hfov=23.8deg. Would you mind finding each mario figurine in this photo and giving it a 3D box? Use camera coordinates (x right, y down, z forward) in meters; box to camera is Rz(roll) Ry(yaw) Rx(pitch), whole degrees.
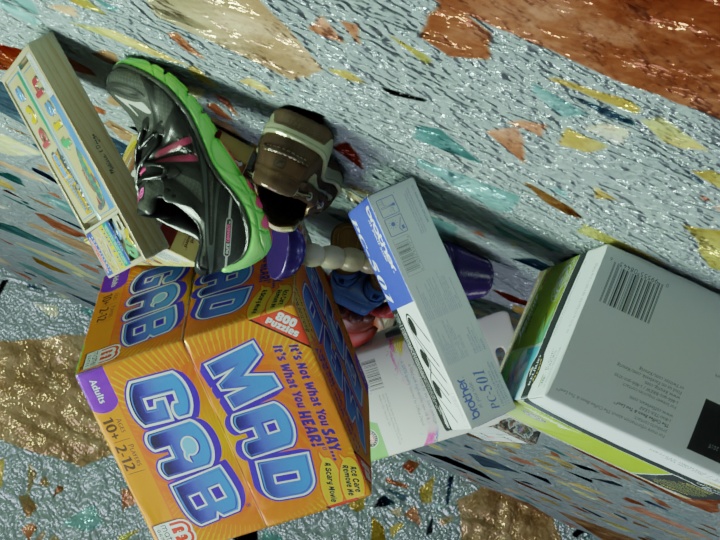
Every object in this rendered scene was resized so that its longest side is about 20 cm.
[{"bbox_3d":[0.000,0.000,1.682,0.124,0.106,0.200,58,163,10],"label":"mario figurine"}]

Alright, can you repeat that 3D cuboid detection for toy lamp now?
[{"bbox_3d":[0.020,-0.005,1.472,0.200,0.058,0.058,9,176,-22],"label":"toy lamp"}]

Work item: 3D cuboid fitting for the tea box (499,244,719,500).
[{"bbox_3d":[0.231,0.087,1.369,0.200,0.134,0.197,25,169,-7],"label":"tea box"}]

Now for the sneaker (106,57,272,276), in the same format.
[{"bbox_3d":[-0.147,-0.082,1.327,0.200,0.084,0.077,56,169,18],"label":"sneaker"}]

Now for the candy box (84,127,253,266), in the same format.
[{"bbox_3d":[-0.175,-0.066,1.534,0.055,0.116,0.200,29,169,-24],"label":"candy box"}]

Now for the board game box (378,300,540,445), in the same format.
[{"bbox_3d":[0.099,0.108,1.886,0.200,0.097,0.159,26,170,-13],"label":"board game box"}]

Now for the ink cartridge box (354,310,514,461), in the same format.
[{"bbox_3d":[0.071,0.110,1.744,0.200,0.117,0.067,-17,-168,9],"label":"ink cartridge box"}]

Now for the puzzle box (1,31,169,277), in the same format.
[{"bbox_3d":[-0.234,-0.093,1.434,0.200,0.025,0.133,62,159,-4],"label":"puzzle box"}]

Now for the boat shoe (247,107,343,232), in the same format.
[{"bbox_3d":[-0.061,-0.069,1.379,0.075,0.075,0.202,22,170,8],"label":"boat shoe"}]

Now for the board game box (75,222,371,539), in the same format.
[{"bbox_3d":[-0.116,0.100,1.550,0.200,0.200,0.200,-92,-17,-65],"label":"board game box"}]

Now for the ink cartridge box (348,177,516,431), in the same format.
[{"bbox_3d":[0.055,0.030,1.378,0.200,0.044,0.094,66,169,2],"label":"ink cartridge box"}]
